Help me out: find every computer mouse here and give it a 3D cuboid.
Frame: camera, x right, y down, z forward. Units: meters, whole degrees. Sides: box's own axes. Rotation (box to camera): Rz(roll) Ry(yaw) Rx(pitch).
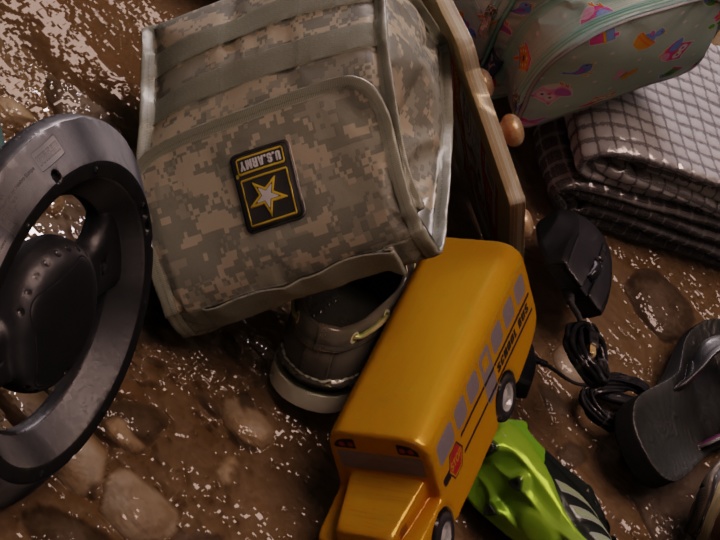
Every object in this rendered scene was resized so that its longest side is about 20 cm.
[{"bbox_3d":[0.142,0.014,1.466,0.059,0.034,0.200,57,14,-24],"label":"computer mouse"},{"bbox_3d":[0.110,0.065,1.464,0.199,0.034,0.059,24,45,-32],"label":"computer mouse"}]

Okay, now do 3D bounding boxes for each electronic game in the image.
[{"bbox_3d":[-0.160,0.021,1.155,0.041,0.201,0.200,17,34,21],"label":"electronic game"}]

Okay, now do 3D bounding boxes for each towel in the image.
[{"bbox_3d":[0.207,-0.097,1.645,0.199,0.086,0.166,16,45,-28],"label":"towel"}]

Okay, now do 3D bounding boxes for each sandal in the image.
[{"bbox_3d":[0.226,0.083,1.515,0.076,0.048,0.200,59,33,-4],"label":"sandal"}]

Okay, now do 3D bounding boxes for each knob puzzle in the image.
[{"bbox_3d":[0.076,-0.097,1.460,0.030,0.220,0.220,-17,60,-3],"label":"knob puzzle"}]

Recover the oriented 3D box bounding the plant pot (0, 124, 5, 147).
[{"bbox_3d":[-0.267,-0.094,1.164,0.200,0.200,0.197,-3,66,-42],"label":"plant pot"}]

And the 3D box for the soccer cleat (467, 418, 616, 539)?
[{"bbox_3d":[0.128,0.166,1.362,0.200,0.067,0.081,55,28,14],"label":"soccer cleat"}]

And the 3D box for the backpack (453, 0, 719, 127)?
[{"bbox_3d":[0.146,-0.196,1.496,0.175,0.200,0.154,-17,62,-15],"label":"backpack"}]

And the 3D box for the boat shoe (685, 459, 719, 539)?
[{"bbox_3d":[0.289,0.137,1.501,0.074,0.076,0.200,32,41,29],"label":"boat shoe"}]

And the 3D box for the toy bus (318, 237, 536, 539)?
[{"bbox_3d":[0.037,0.077,1.313,0.065,0.079,0.200,7,45,24],"label":"toy bus"}]

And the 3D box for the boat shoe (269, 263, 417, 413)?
[{"bbox_3d":[0.003,0.001,1.389,0.072,0.060,0.202,21,40,5],"label":"boat shoe"}]

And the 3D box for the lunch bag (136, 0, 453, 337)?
[{"bbox_3d":[-0.038,-0.067,1.327,0.118,0.163,0.201,53,26,-44],"label":"lunch bag"}]
